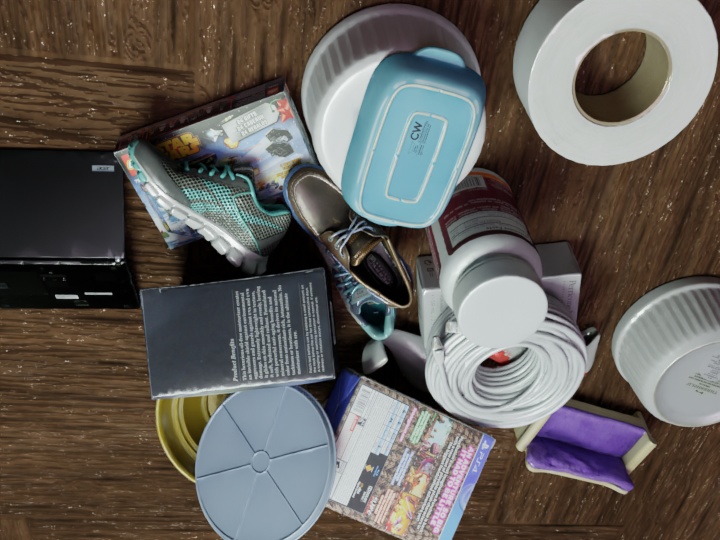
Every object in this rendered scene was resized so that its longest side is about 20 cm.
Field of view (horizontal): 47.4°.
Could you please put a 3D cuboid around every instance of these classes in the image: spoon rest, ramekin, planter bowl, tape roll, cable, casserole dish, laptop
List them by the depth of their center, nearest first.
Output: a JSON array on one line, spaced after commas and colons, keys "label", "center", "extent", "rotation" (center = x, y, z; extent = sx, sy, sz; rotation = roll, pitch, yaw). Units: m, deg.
[{"label": "casserole dish", "center": [0.052, -0.119, 0.808], "extent": [0.119, 0.039, 0.202], "rotation": [10, 124, -14]}, {"label": "ramekin", "center": [0.037, -0.163, 0.858], "extent": [0.197, 0.098, 0.203], "rotation": [-3, 127, -4]}, {"label": "tape roll", "center": [0.264, -0.216, 0.860], "extent": [0.199, 0.071, 0.205], "rotation": [-3, 127, -3]}, {"label": "laptop", "center": [-0.356, -0.041, 0.964], "extent": [0.174, 0.105, 0.201], "rotation": [1, 152, -6]}, {"label": "cable", "center": [0.176, 0.111, 1.009], "extent": [0.197, 0.070, 0.202], "rotation": [-4, 130, -4]}, {"label": "planter bowl", "center": [-0.163, 0.181, 1.081], "extent": [0.197, 0.083, 0.204], "rotation": [0, 92, -3]}, {"label": "spoon rest", "center": [0.076, 0.119, 1.089], "extent": [0.099, 0.061, 0.199], "rotation": [-37, 144, 27]}, {"label": "ramekin", "center": [0.452, 0.118, 1.107], "extent": [0.197, 0.106, 0.202], "rotation": [-3, 127, -3]}]

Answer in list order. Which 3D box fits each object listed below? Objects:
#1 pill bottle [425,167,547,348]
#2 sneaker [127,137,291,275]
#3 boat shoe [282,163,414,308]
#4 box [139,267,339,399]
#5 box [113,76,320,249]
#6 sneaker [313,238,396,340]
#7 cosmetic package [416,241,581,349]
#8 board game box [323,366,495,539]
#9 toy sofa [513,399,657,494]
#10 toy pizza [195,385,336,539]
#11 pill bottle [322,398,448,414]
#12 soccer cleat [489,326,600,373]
[{"label": "pill bottle", "center": [0.137, -0.017, 0.913], "extent": [0.112, 0.201, 0.115], "rotation": [-3, 128, -4]}, {"label": "sneaker", "center": [-0.155, -0.085, 0.874], "extent": [0.091, 0.078, 0.200], "rotation": [-47, 121, 5]}, {"label": "boat shoe", "center": [-0.004, -0.037, 0.899], "extent": [0.072, 0.072, 0.200], "rotation": [-46, 110, 1]}, {"label": "box", "center": [-0.127, 0.071, 0.939], "extent": [0.195, 0.200, 0.125], "rotation": [-6, 87, 0]}, {"label": "box", "center": [-0.151, -0.115, 0.910], "extent": [0.197, 0.040, 0.138], "rotation": [-17, 127, 7]}, {"label": "sneaker", "center": [0.000, 0.000, 0.983], "extent": [0.077, 0.087, 0.201], "rotation": [-23, 126, 10]}, {"label": "cosmetic package", "center": [0.172, 0.032, 1.034], "extent": [0.197, 0.074, 0.103], "rotation": [-6, 128, 0]}, {"label": "board game box", "center": [0.042, 0.239, 1.042], "extent": [0.198, 0.097, 0.161], "rotation": [27, 85, -14]}, {"label": "toy sofa", "center": [0.327, 0.246, 1.194], "extent": [0.198, 0.098, 0.083], "rotation": [17, 124, -17]}, {"label": "toy pizza", "center": [-0.113, 0.234, 0.991], "extent": [0.199, 0.202, 0.032], "rotation": [-28, 153, 15]}, {"label": "pill bottle", "center": [0.040, 0.238, 1.150], "extent": [0.197, 0.112, 0.112], "rotation": [13, 125, -15]}, {"label": "soccer cleat", "center": [0.230, 0.091, 1.093], "extent": [0.197, 0.069, 0.086], "rotation": [16, 112, -18]}]
